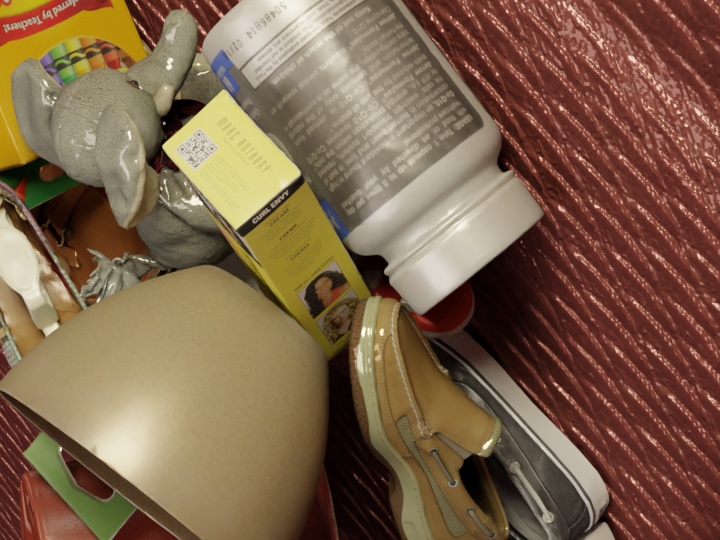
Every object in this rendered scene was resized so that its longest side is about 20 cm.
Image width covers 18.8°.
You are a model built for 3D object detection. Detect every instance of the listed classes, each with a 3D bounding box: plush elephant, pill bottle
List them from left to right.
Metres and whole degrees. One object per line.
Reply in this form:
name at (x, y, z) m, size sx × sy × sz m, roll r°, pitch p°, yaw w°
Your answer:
plush elephant at (-0.124, -0.082, 1.316) m, size 0.164 × 0.200 × 0.155 m, roll 33°, pitch 162°, yaw 38°
pill bottle at (0.010, -0.082, 1.247) m, size 0.201 × 0.114 × 0.114 m, roll 53°, pitch 146°, yaw 1°

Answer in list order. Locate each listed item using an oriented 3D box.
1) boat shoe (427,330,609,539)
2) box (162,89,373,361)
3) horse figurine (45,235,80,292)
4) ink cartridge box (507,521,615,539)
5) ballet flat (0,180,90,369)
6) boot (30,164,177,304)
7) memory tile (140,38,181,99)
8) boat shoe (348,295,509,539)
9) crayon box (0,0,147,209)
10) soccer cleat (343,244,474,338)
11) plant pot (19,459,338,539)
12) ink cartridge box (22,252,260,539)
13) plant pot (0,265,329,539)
boat shoe at (0.066, 0.103, 1.386) m, size 0.200 × 0.068 × 0.072 m, roll 45°, pitch 146°, yaw 11°
box at (-0.047, -0.021, 1.239) m, size 0.075 × 0.050 × 0.200 m, roll 47°, pitch 175°, yaw 25°
horse figurine at (-0.227, 0.014, 1.458) m, size 0.050 × 0.200 × 0.134 m, roll -23°, pitch 90°, yaw 12°
ink cartridge box at (0.099, 0.219, 1.407) m, size 0.199 × 0.116 × 0.068 m, roll -5°, pitch 118°, yaw 51°
ballet flat at (-0.197, 0.030, 1.356) m, size 0.201 × 0.069 × 0.071 m, roll 60°, pitch 172°, yaw -3°
boot at (-0.177, -0.041, 1.532) m, size 0.156 × 0.076 × 0.200 m, roll 53°, pitch 154°, yaw 8°
memory tile at (-0.138, -0.065, 1.528) m, size 0.153 × 0.017 × 0.201 m, roll 41°, pitch 145°, yaw 18°
boat shoe at (0.048, 0.091, 1.295) m, size 0.075 × 0.072 × 0.201 m, roll -1°, pitch 137°, yaw 20°
crayon box at (-0.211, -0.151, 1.422) m, size 0.051 × 0.127 × 0.201 m, roll -9°, pitch 108°, yaw 49°
soccer cleat at (0.000, 0.000, 1.382) m, size 0.199 × 0.069 × 0.086 m, roll 29°, pitch 149°, yaw 36°
plant pot at (-0.130, 0.200, 1.503) m, size 0.201 × 0.193 × 0.203 m, roll 172°, pitch 90°, yaw -75°
ink cartridge box at (-0.117, 0.082, 1.429) m, size 0.104 × 0.200 × 0.059 m, roll 41°, pitch 180°, yaw 33°
plant pot at (-0.094, 0.077, 1.270) m, size 0.200 × 0.135 × 0.200 m, roll 36°, pitch 170°, yaw 8°
